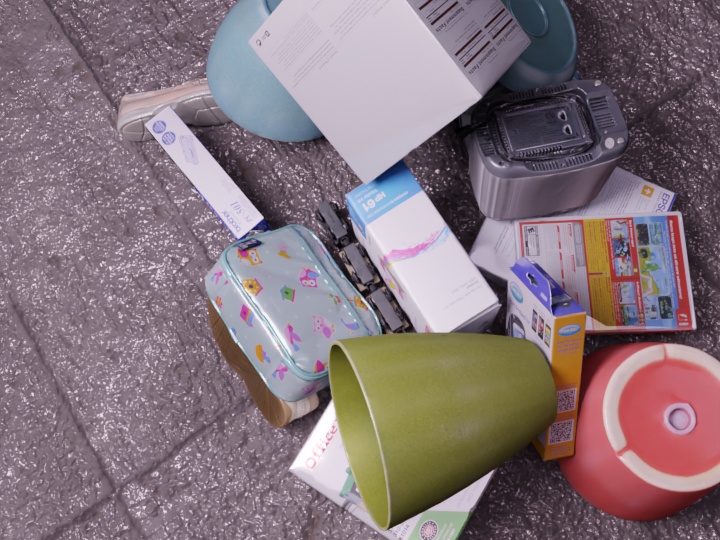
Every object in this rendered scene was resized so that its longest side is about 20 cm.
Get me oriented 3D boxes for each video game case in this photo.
[{"bbox_3d":[0.286,0.004,0.926,0.198,0.017,0.144,-2,75,4],"label":"video game case"}]

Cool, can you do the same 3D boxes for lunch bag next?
[{"bbox_3d":[-0.076,0.040,0.924,0.160,0.077,0.201,-23,71,-42],"label":"lunch bag"}]

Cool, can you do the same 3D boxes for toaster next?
[{"bbox_3d":[0.201,-0.131,0.901,0.198,0.129,0.115,-12,64,-2],"label":"toaster"}]

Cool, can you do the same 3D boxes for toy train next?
[{"bbox_3d":[0.000,0.000,0.978,0.034,0.046,0.201,-29,72,-8],"label":"toy train"}]

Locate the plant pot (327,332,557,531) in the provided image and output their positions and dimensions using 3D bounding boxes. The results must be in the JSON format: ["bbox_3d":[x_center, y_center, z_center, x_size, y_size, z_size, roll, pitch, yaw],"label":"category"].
[{"bbox_3d":[0.088,0.137,0.790,0.198,0.187,0.189,-14,73,-14],"label":"plant pot"}]

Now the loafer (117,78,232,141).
[{"bbox_3d":[-0.234,-0.231,1.054,0.198,0.072,0.063,-13,66,4],"label":"loafer"}]

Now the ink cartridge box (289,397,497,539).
[{"bbox_3d":[0.039,0.221,0.890,0.199,0.084,0.147,30,78,12],"label":"ink cartridge box"}]

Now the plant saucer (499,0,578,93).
[{"bbox_3d":[0.190,-0.297,0.919,0.199,0.027,0.202,14,63,-30],"label":"plant saucer"}]

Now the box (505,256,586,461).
[{"bbox_3d":[0.195,0.087,0.844,0.041,0.119,0.202,-6,117,-11],"label":"box"}]

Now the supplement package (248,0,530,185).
[{"bbox_3d":[0.030,-0.241,0.824,0.200,0.191,0.147,49,47,-9],"label":"supplement package"}]

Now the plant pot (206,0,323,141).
[{"bbox_3d":[-0.089,-0.284,0.985,0.198,0.135,0.202,7,61,-13],"label":"plant pot"}]

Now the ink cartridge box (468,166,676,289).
[{"bbox_3d":[0.258,-0.049,0.971,0.199,0.043,0.197,27,78,8],"label":"ink cartridge box"}]

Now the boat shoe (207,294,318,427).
[{"bbox_3d":[-0.121,0.094,0.956,0.065,0.072,0.201,-18,64,-38],"label":"boat shoe"}]

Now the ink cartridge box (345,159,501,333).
[{"bbox_3d":[0.071,-0.006,0.920,0.084,0.145,0.201,-32,74,-5],"label":"ink cartridge box"}]

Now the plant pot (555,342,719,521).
[{"bbox_3d":[0.312,0.164,0.835,0.198,0.177,0.202,-1,74,4],"label":"plant pot"}]

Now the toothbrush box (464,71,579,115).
[{"bbox_3d":[0.186,-0.293,0.988,0.145,0.085,0.202,5,68,-36],"label":"toothbrush box"}]

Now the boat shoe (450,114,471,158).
[{"bbox_3d":[0.128,-0.224,1.021,0.067,0.071,0.202,-20,74,37],"label":"boat shoe"}]

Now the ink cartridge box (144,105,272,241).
[{"bbox_3d":[-0.189,-0.110,1.000,0.044,0.094,0.200,-39,74,-7],"label":"ink cartridge box"}]
